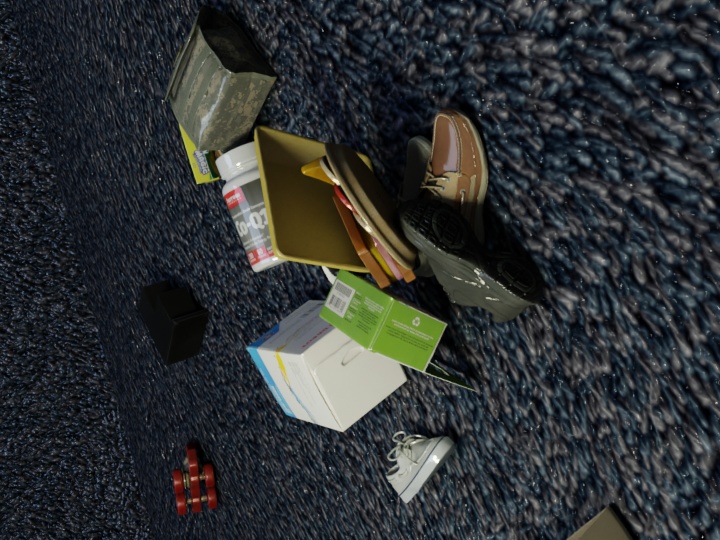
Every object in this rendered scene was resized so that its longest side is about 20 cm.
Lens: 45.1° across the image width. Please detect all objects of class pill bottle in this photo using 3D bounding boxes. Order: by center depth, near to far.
[{"bbox_3d":[-0.167,-0.110,1.474,0.114,0.113,0.202,-23,90,61],"label":"pill bottle"}]

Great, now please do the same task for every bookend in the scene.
[{"bbox_3d":[-0.469,0.093,2.141,0.201,0.091,0.199,57,147,25],"label":"bookend"}]

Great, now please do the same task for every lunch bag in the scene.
[{"bbox_3d":[-0.255,-0.328,1.469,0.201,0.117,0.165,54,129,28],"label":"lunch bag"}]

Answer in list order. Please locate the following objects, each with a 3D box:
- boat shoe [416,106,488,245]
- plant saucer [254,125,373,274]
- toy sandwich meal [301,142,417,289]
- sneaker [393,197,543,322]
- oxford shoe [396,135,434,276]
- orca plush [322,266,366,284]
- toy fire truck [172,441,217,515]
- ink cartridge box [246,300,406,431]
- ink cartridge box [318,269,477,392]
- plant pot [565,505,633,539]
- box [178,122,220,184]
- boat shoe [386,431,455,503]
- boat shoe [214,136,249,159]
[{"bbox_3d":[0.109,-0.097,1.062,0.075,0.071,0.202,23,127,52],"label":"boat shoe"},{"bbox_3d":[-0.057,-0.082,1.171,0.048,0.198,0.202,-38,54,41],"label":"plant saucer"},{"bbox_3d":[0.000,-0.066,1.068,0.206,0.070,0.205,53,-168,-16],"label":"toy sandwich meal"},{"bbox_3d":[0.116,-0.005,1.033,0.199,0.076,0.091,38,139,3],"label":"sneaker"},{"bbox_3d":[0.075,-0.077,1.149,0.075,0.057,0.202,36,135,48],"label":"oxford shoe"},{"bbox_3d":[0.000,0.000,1.286,0.200,0.070,0.106,64,-151,-61],"label":"orca plush"},{"bbox_3d":[-0.473,0.577,2.442,0.168,0.111,0.202,-119,26,-55],"label":"toy fire truck"},{"bbox_3d":[-0.055,0.147,1.390,0.199,0.147,0.146,-1,120,59],"label":"ink cartridge box"},{"bbox_3d":[0.064,0.081,1.183,0.148,0.199,0.076,29,95,56],"label":"ink cartridge box"},{"bbox_3d":[0.263,0.438,1.023,0.177,0.199,0.201,45,144,18],"label":"plant pot"},{"bbox_3d":[-0.294,-0.222,1.616,0.200,0.048,0.119,-138,32,-81],"label":"box"},{"bbox_3d":[0.080,0.288,1.340,0.086,0.075,0.202,42,151,12],"label":"boat shoe"},{"bbox_3d":[-0.235,-0.214,1.576,0.202,0.075,0.074,67,154,7],"label":"boat shoe"}]
